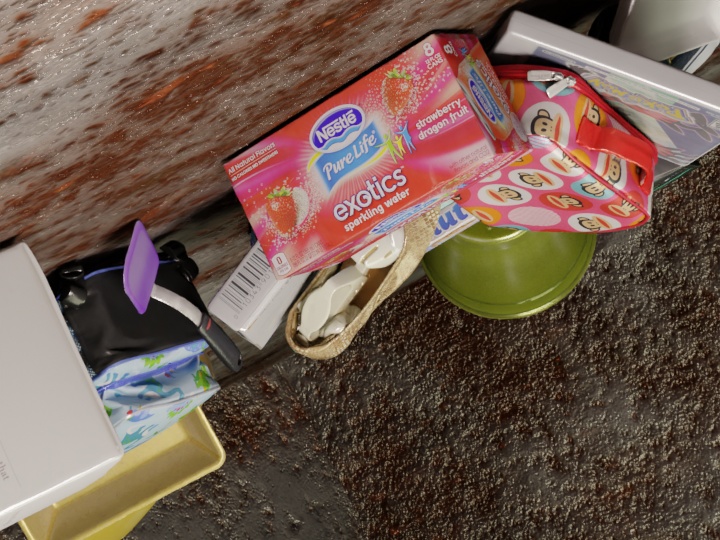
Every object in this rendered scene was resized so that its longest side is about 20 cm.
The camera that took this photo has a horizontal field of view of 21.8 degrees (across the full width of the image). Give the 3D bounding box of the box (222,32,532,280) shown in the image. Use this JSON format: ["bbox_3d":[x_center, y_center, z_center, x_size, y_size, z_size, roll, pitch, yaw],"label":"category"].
[{"bbox_3d":[0.012,-0.083,1.375,0.199,0.100,0.095,-29,174,24],"label":"box"}]

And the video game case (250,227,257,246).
[{"bbox_3d":[-0.017,-0.065,1.774,0.180,0.046,0.200,-28,175,-8],"label":"video game case"}]

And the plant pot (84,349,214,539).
[{"bbox_3d":[-0.249,0.134,1.823,0.189,0.201,0.200,-46,169,22],"label":"plant pot"}]

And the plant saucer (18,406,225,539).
[{"bbox_3d":[-0.252,0.129,1.710,0.199,0.201,0.048,-27,-167,3],"label":"plant saucer"}]

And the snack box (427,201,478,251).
[{"bbox_3d":[0.073,-0.040,1.670,0.199,0.024,0.072,-31,176,11],"label":"snack box"}]

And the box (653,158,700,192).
[{"bbox_3d":[0.244,-0.140,1.834,0.123,0.150,0.200,-27,176,14],"label":"box"}]

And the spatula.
[{"bbox_3d":[-0.141,0.033,1.500,0.020,0.057,0.200,-3,149,28],"label":"spatula"}]

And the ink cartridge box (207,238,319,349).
[{"bbox_3d":[-0.046,-0.027,1.565,0.199,0.043,0.200,-53,175,-5],"label":"ink cartridge box"}]

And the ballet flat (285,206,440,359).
[{"bbox_3d":[0.000,0.000,1.606,0.201,0.070,0.065,-58,160,20],"label":"ballet flat"}]

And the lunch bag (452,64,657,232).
[{"bbox_3d":[0.146,-0.092,1.477,0.175,0.083,0.200,0,160,35],"label":"lunch bag"}]

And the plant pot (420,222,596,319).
[{"bbox_3d":[0.143,-0.069,1.940,0.199,0.202,0.193,-27,164,2],"label":"plant pot"}]

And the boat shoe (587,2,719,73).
[{"bbox_3d":[0.255,-0.208,1.595,0.070,0.091,0.201,15,-126,30],"label":"boat shoe"}]

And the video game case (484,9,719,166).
[{"bbox_3d":[0.191,-0.138,1.464,0.182,0.198,0.023,131,-22,-80],"label":"video game case"}]

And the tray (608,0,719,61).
[{"bbox_3d":[0.256,-0.224,1.511,0.199,0.022,0.108,-23,136,-50],"label":"tray"}]

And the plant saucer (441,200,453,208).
[{"bbox_3d":[0.055,-0.062,1.719,0.200,0.039,0.201,-29,175,-3],"label":"plant saucer"}]

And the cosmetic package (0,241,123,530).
[{"bbox_3d":[-0.295,0.108,1.279,0.199,0.166,0.165,-25,176,-24],"label":"cosmetic package"}]

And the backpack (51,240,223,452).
[{"bbox_3d":[-0.231,0.086,1.563,0.199,0.148,0.182,-27,174,31],"label":"backpack"}]
